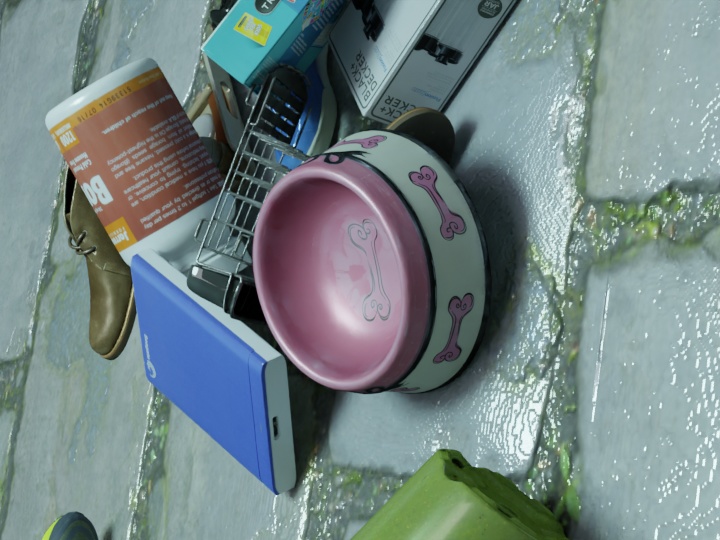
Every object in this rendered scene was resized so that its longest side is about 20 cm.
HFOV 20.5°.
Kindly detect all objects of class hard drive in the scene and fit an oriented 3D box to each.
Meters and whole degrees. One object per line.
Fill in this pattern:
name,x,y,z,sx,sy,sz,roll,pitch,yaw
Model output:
hard drive,-0.122,0.081,1.639,0.200,0.025,0.133,36,140,44

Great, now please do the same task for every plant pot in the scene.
plant pot,0.048,0.226,1.294,0.190,0.200,0.200,-54,36,7

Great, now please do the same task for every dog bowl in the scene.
dog bowl,0.000,0.000,1.464,0.199,0.074,0.201,15,111,43

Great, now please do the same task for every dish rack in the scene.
dish rack,-0.074,-0.061,1.578,0.153,0.054,0.201,23,-92,-80

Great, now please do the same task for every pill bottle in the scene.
pill bottle,-0.179,-0.073,1.726,0.112,0.112,0.201,-25,96,49

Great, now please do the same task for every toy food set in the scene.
toy food set,-0.173,-0.092,1.846,0.200,0.060,0.144,-51,40,31

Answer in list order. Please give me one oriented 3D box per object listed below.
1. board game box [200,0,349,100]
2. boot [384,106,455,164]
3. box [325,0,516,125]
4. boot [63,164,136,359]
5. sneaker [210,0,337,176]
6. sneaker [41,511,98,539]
board game box,-0.035,-0.229,1.578,0.200,0.047,0.151,-52,-7,2
boot,0.004,-0.063,1.566,0.200,0.073,0.076,-54,28,32
box,0.060,-0.218,1.549,0.200,0.060,0.117,-55,37,28
boot,-0.238,-0.021,1.808,0.073,0.075,0.201,0,85,56
sneaker,-0.080,-0.180,1.696,0.077,0.111,0.201,-19,61,52
sneaker,-0.238,0.306,1.782,0.081,0.074,0.201,-34,56,33
